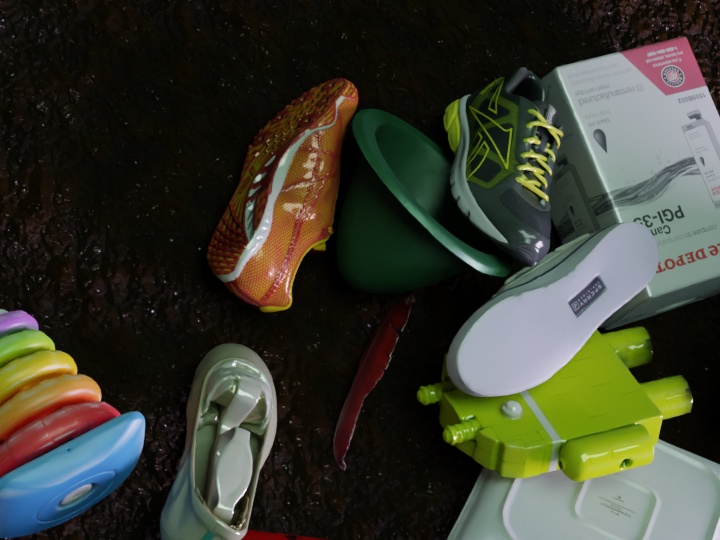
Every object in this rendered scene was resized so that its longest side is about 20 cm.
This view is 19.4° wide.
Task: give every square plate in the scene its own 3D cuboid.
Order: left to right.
[{"bbox_3d":[0.182,0.179,1.542,0.199,0.029,0.198,25,46,5],"label":"square plate"}]

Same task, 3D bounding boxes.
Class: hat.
[{"bbox_3d":[0.000,0.000,1.585,0.166,0.176,0.200,43,19,-7],"label":"hat"}]

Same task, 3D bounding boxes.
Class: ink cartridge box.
[{"bbox_3d":[0.227,-0.071,1.688,0.146,0.083,0.201,-16,79,-31],"label":"ink cartridge box"}]

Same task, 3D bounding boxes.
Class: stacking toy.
[{"bbox_3d":[-0.238,0.068,1.400,0.116,0.110,0.200,-27,73,-20],"label":"stacking toy"}]

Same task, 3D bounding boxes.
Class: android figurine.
[{"bbox_3d":[0.141,0.091,1.565,0.199,0.041,0.182,-9,40,-20],"label":"android figurine"}]

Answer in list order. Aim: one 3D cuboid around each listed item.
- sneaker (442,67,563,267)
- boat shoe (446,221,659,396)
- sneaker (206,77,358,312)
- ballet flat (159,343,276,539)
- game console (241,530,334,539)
[{"bbox_3d":[0.115,-0.087,1.589,0.074,0.085,0.200,34,27,-33],"label":"sneaker"},{"bbox_3d":[0.133,0.028,1.562,0.200,0.070,0.071,-38,105,-25],"label":"boat shoe"},{"bbox_3d":[-0.049,-0.057,1.563,0.077,0.073,0.201,43,59,-32],"label":"sneaker"},{"bbox_3d":[-0.088,0.114,1.438,0.069,0.070,0.201,25,45,-17],"label":"ballet flat"},{"bbox_3d":[-0.030,0.267,1.410,0.199,0.119,0.173,7,82,-6],"label":"game console"}]
